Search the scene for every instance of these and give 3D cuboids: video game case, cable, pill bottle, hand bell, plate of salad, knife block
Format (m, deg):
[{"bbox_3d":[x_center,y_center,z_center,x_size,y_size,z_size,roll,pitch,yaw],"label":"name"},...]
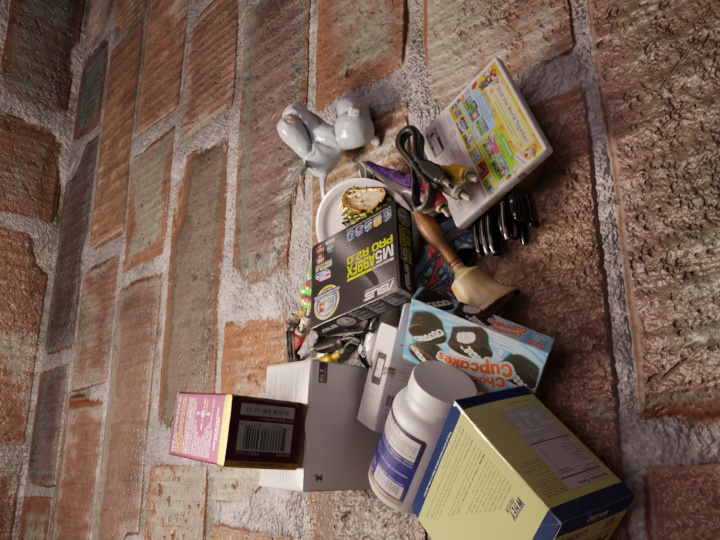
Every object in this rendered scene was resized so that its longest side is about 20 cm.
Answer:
[{"bbox_3d":[0.184,-0.195,1.032,0.182,0.023,0.202,-43,49,33],"label":"video game case"},{"bbox_3d":[0.102,-0.151,1.050,0.097,0.050,0.200,-49,38,11],"label":"cable"},{"bbox_3d":[0.090,0.237,0.962,0.116,0.115,0.202,47,129,44],"label":"pill bottle"},{"bbox_3d":[0.139,-0.015,1.019,0.104,0.104,0.201,-47,67,28],"label":"hand bell"},{"bbox_3d":[-0.021,0.130,1.259,0.198,0.050,0.098,-15,50,32],"label":"cable"},{"bbox_3d":[0.007,-0.062,1.181,0.198,0.048,0.203,9,116,19],"label":"plate of salad"},{"bbox_3d":[-0.119,0.154,1.295,0.098,0.050,0.202,-80,-3,-49],"label":"cable"},{"bbox_3d":[0.200,-0.121,1.057,0.200,0.064,0.177,44,111,45],"label":"knife block"}]

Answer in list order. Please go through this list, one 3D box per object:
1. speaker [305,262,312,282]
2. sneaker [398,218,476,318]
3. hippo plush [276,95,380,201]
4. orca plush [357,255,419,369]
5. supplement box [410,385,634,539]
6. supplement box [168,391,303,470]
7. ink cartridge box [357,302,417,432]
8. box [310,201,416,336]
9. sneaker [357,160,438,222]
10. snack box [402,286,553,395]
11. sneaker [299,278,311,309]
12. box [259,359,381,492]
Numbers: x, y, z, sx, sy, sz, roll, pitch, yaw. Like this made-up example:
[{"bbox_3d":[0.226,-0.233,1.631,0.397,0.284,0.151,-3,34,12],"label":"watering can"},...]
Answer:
[{"bbox_3d":[-0.030,-0.043,1.280,0.088,0.088,0.201,45,113,45],"label":"speaker"},{"bbox_3d":[0.131,0.020,1.085,0.095,0.079,0.202,35,106,44],"label":"sneaker"},{"bbox_3d":[-0.059,-0.279,1.324,0.160,0.159,0.202,-30,38,26],"label":"hippo plush"},{"bbox_3d":[0.027,0.060,1.124,0.070,0.105,0.203,19,104,32],"label":"orca plush"},{"bbox_3d":[0.194,0.295,0.854,0.200,0.133,0.202,46,130,45],"label":"supplement box"},{"bbox_3d":[-0.196,0.248,1.048,0.199,0.130,0.105,-11,69,50],"label":"supplement box"},{"bbox_3d":[0.079,0.156,1.068,0.067,0.115,0.203,12,87,66],"label":"ink cartridge box"},{"bbox_3d":[0.000,0.000,1.096,0.199,0.044,0.162,-26,52,37],"label":"box"},{"bbox_3d":[0.074,-0.146,1.197,0.199,0.083,0.081,32,145,34],"label":"sneaker"},{"bbox_3d":[0.160,0.111,0.949,0.198,0.037,0.117,21,130,19],"label":"snack box"},{"bbox_3d":[-0.011,0.053,1.216,0.198,0.084,0.078,11,80,19],"label":"sneaker"},{"bbox_3d":[-0.050,0.262,1.126,0.130,0.198,0.202,-14,69,47],"label":"box"}]
